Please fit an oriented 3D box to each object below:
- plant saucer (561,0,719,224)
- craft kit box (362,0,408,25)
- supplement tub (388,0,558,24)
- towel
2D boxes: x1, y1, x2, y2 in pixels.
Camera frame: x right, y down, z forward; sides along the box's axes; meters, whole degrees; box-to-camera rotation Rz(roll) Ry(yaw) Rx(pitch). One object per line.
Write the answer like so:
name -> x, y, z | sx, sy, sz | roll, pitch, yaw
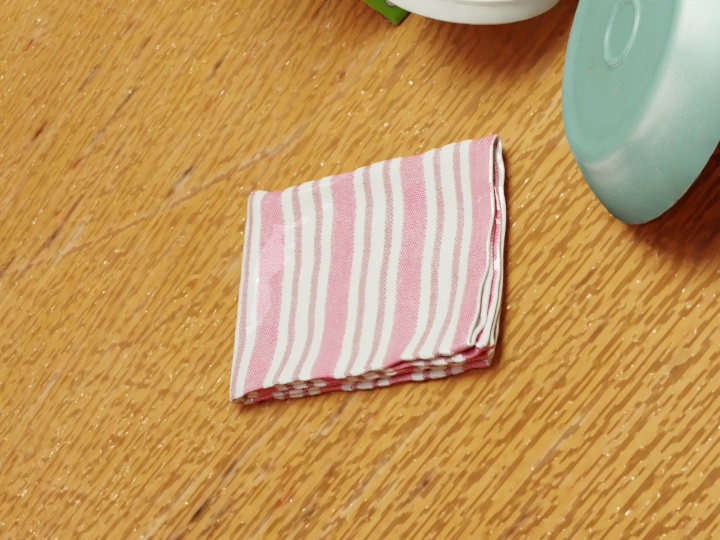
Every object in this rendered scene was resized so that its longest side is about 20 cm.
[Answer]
plant saucer -> 0.156, -0.127, 1.029 | 0.200, 0.036, 0.202 | -167, 90, -74
craft kit box -> -0.063, -0.268, 1.219 | 0.049, 0.197, 0.200 | -44, 50, 10
supplement tub -> 0.070, -0.262, 1.100 | 0.140, 0.139, 0.202 | 38, 137, 40
towel -> 0.000, 0.000, 1.164 | 0.199, 0.030, 0.148 | -11, 63, 33
